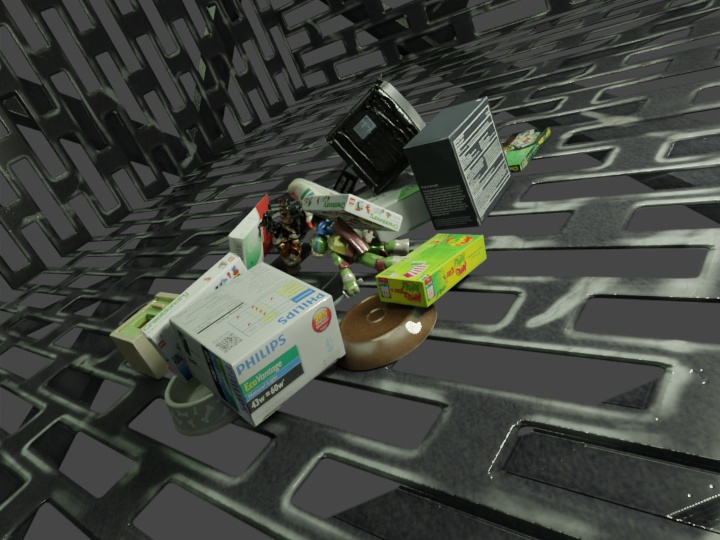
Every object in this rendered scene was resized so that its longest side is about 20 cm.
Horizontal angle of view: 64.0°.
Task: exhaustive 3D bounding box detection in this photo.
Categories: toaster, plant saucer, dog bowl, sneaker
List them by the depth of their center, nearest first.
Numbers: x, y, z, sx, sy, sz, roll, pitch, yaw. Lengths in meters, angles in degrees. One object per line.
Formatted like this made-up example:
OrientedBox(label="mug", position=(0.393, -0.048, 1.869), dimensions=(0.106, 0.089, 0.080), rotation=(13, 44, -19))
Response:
OrientedBox(label="plant saucer", position=(0.033, 0.089, 0.988), dimensions=(0.197, 0.037, 0.201), rotation=(-21, 27, 11))
OrientedBox(label="dog bowl", position=(-0.259, 0.199, 1.030), dimensions=(0.197, 0.059, 0.201), rotation=(-21, 26, 10))
OrientedBox(label="toaster", position=(0.047, -0.307, 1.290), dimensions=(0.199, 0.181, 0.119), rotation=(-40, 12, 27))
OrientedBox(label="sneaker", position=(-0.116, -0.151, 1.356), dimensions=(0.198, 0.070, 0.094), rotation=(23, 72, 35))

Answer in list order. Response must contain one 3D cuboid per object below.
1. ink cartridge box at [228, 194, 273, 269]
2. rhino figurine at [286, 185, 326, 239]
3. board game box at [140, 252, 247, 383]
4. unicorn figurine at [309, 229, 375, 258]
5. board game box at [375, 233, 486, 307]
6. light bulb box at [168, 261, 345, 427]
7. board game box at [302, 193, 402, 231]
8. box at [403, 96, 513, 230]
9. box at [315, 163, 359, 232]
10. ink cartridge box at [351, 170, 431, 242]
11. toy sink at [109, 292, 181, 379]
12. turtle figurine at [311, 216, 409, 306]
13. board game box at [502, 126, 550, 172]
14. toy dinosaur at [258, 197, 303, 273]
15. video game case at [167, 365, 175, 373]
OrientedBox(label="ink cartridge box", position=(-0.246, -0.065, 1.398), dimensions=(0.049, 0.163, 0.201), rotation=(13, 38, 17))
OrientedBox(label="rhino figurine", position=(-0.137, -0.145, 1.481), dimensions=(0.201, 0.059, 0.088), rotation=(-53, 10, 35))
OrientedBox(label="board game box", position=(-0.264, 0.082, 1.001), dimensions=(0.034, 0.127, 0.200), rotation=(23, 58, 41))
OrientedBox(label="unicorn figurine", position=(-0.030, -0.077, 1.337), dimensions=(0.198, 0.074, 0.138), rotation=(-32, 31, 22))
OrientedBox(label="board game box", position=(0.127, -0.005, 1.010), dimensions=(0.100, 0.048, 0.199), rotation=(6, 28, 41))
OrientedBox(label="light bulb box", position=(-0.164, 0.107, 0.928), dimensions=(0.197, 0.127, 0.198), rotation=(-34, 38, -31))
OrientedBox(label="board game box", position=(-0.020, -0.115, 1.153), dimensions=(0.199, 0.125, 0.035), rotation=(12, 84, 61))
OrientedBox(label="box", position=(0.212, -0.226, 1.222), dimensions=(0.122, 0.201, 0.200), rotation=(-2, 33, 40))
OrientedBox(label="box", position=(-0.042, -0.205, 1.473), dimensions=(0.201, 0.046, 0.160), rotation=(-58, 2, 39))
OrientedBox(label="ink cartridge box", position=(0.075, -0.156, 1.352), dimensions=(0.144, 0.088, 0.200), rotation=(-27, 26, -3))
OrientedBox(label="toy sink", position=(-0.424, 0.122, 1.268), dimensions=(0.129, 0.113, 0.200), rotation=(4, 38, 46))
OrientedBox(label="turtle figurine", position=(0.000, 0.000, 1.144), dimensions=(0.190, 0.204, 0.144), rotation=(2, 0, 6))
OrientedBox(label="board game box", position=(0.377, -0.288, 1.390), dimensions=(0.104, 0.024, 0.200), rotation=(1, 36, 41))
OrientedBox(label="toy dinosaur", position=(-0.184, -0.092, 1.389), dimensions=(0.101, 0.137, 0.201), rotation=(-31, 58, -12))
OrientedBox(label="video game case", position=(-0.303, 0.082, 1.102), dimensions=(0.143, 0.017, 0.203), rotation=(-88, 22, -79))
